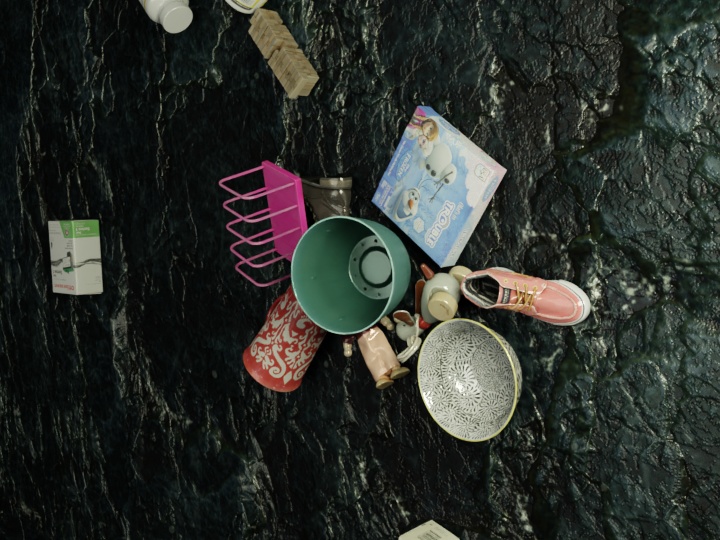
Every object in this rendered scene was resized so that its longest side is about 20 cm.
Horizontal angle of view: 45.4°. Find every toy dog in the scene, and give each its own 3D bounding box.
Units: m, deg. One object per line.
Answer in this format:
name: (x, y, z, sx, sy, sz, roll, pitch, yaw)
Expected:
toy dog: (0.106, 0.053, 1.499, 0.096, 0.132, 0.200, 42, 118, -4)

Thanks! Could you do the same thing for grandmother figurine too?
grandmother figurine: (0.014, 0.123, 1.638, 0.120, 0.060, 0.202, -30, 69, 13)

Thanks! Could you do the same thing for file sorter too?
file sorter: (-0.191, -0.089, 1.702, 0.139, 0.124, 0.202, 31, 135, 49)

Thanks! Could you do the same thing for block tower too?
block tower: (-0.155, -0.434, 1.728, 0.054, 0.057, 0.201, -48, 61, 36)

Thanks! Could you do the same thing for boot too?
boot: (-0.080, -0.097, 1.691, 0.199, 0.069, 0.177, 7, 103, 46)

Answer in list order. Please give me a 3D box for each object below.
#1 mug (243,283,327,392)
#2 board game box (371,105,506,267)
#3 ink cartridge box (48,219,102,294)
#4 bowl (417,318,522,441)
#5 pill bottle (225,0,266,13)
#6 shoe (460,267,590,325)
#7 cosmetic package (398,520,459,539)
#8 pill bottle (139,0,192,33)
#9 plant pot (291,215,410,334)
mug: (-0.149, 0.112, 1.742, 0.178, 0.133, 0.201, 48, 122, 26)
board game box: (0.130, -0.146, 1.496, 0.199, 0.043, 0.201, 44, 123, 29)
ink cartridge box: (-0.781, -0.037, 2.362, 0.145, 0.084, 0.203, 2, 96, 44)
bowl: (0.200, 0.173, 1.433, 0.199, 0.094, 0.204, 8, 102, 43)
pill bottle: (-0.190, -0.611, 1.700, 0.199, 0.111, 0.113, -32, 73, 41)
shoe: (0.257, 0.043, 1.364, 0.199, 0.090, 0.072, 19, 108, 41)
cosmetic package: (0.106, 0.572, 1.570, 0.073, 0.103, 0.203, 24, 112, 39)
pill bottle: (-0.457, -0.635, 1.959, 0.104, 0.104, 0.201, -50, 62, 35)
plant pot: (0.000, 0.000, 1.540, 0.198, 0.161, 0.204, 3, 97, 25)
